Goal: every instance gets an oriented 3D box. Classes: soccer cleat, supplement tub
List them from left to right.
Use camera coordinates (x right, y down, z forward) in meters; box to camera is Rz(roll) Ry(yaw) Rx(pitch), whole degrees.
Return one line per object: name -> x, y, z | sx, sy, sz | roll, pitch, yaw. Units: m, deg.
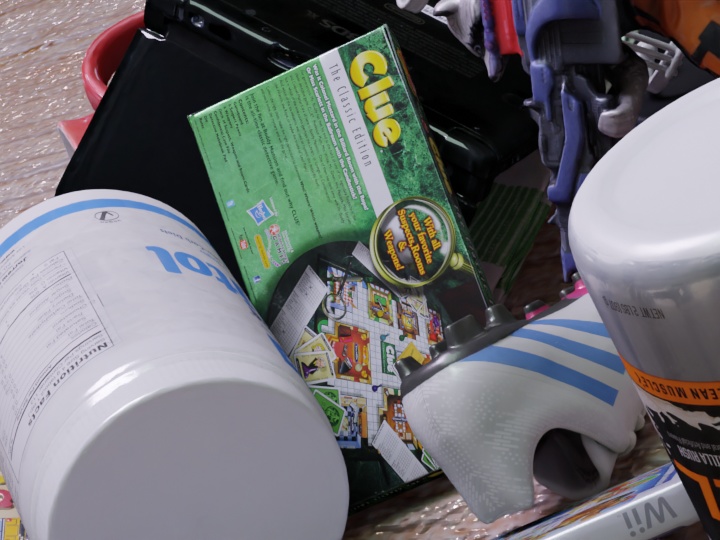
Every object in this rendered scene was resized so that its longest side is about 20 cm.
supplement tub -> -0.094, 0.059, 1.078 | 0.131, 0.132, 0.200 | -31, 31, -5
soccer cleat -> 0.092, 0.048, 1.062 | 0.199, 0.087, 0.070 | -22, -9, -47
supplement tub -> 0.158, 0.041, 0.829 | 0.122, 0.201, 0.123 | -24, 24, 12

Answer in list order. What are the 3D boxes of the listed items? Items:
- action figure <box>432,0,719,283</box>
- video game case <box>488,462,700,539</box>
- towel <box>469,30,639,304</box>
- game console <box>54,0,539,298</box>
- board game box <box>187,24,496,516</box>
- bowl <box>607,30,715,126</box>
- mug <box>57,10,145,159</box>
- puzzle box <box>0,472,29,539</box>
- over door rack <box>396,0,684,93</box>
action figure -> 0.128, -0.100, 1.126 | 0.192, 0.202, 0.105 | 6, 20, 16
video game case -> 0.040, 0.117, 0.952 | 0.199, 0.018, 0.143 | -24, -4, 10
towel -> 0.038, -0.077, 1.252 | 0.151, 0.023, 0.201 | 19, 64, 17
game console -> -0.017, -0.059, 1.225 | 0.199, 0.117, 0.176 | 29, 36, 22
board game box -> 0.000, 0.000, 1.130 | 0.104, 0.201, 0.023 | -23, -19, 13
bowl -> 0.203, -0.109, 1.264 | 0.199, 0.040, 0.201 | -24, 25, 12
mug -> -0.051, -0.081, 1.335 | 0.199, 0.179, 0.133 | -27, -4, -7
puzzle box -> -0.131, 0.126, 1.118 | 0.132, 0.026, 0.200 | -3, 25, -5
over door rack -> 0.120, -0.187, 1.171 | 0.067, 0.147, 0.201 | -97, 30, -47
